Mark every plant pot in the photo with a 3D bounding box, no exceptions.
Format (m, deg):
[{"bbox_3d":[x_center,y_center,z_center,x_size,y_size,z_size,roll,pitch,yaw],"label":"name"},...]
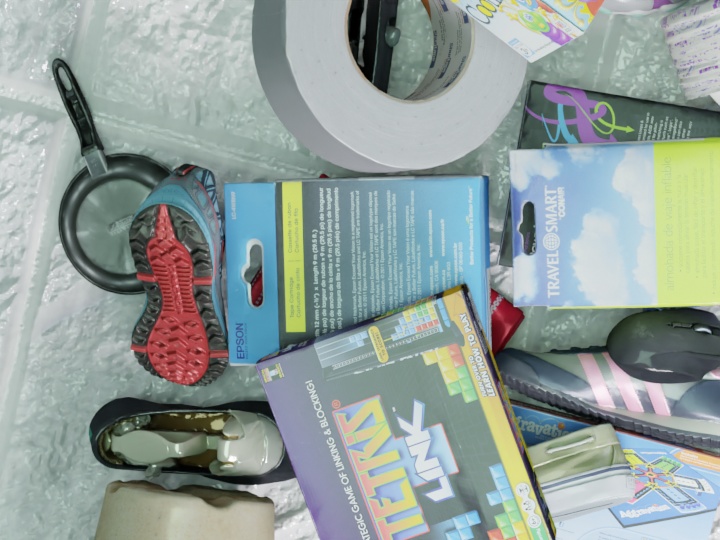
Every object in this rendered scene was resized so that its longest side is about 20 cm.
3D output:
[{"bbox_3d":[-0.140,0.261,1.398,0.199,0.200,0.185,6,86,7],"label":"plant pot"}]

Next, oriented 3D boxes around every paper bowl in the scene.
[{"bbox_3d":[0.320,-0.164,1.263,0.200,0.201,0.105,-18,94,9],"label":"paper bowl"}]

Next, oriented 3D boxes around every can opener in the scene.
[{"bbox_3d":[0.004,-0.209,1.373,0.063,0.079,0.201,10,89,14],"label":"can opener"}]

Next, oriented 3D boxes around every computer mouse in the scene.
[{"bbox_3d":[0.282,0.046,1.351,0.199,0.059,0.034,-8,139,-9],"label":"computer mouse"}]

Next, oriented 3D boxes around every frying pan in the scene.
[{"bbox_3d":[-0.189,-0.073,1.433,0.114,0.031,0.191,0,100,6],"label":"frying pan"}]

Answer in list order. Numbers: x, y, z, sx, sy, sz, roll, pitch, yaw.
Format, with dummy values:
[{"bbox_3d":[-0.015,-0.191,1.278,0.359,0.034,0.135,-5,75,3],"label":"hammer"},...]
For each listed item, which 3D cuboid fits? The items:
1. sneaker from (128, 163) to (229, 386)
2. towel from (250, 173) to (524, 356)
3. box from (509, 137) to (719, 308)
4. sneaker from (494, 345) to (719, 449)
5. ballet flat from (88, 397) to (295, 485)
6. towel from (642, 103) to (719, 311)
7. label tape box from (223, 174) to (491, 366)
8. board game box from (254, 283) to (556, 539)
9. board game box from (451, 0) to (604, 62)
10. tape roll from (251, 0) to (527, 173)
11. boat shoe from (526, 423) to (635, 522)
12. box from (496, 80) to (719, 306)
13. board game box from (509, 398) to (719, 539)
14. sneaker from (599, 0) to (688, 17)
[{"bbox_3d":[-0.128,0.004,1.395,0.079,0.096,0.201,12,133,6],"label":"sneaker"},{"bbox_3d":[0.013,0.037,1.421,0.200,0.022,0.145,35,99,2],"label":"towel"},{"bbox_3d":[0.211,-0.034,1.315,0.199,0.048,0.123,-2,91,11],"label":"box"},{"bbox_3d":[0.200,0.077,1.386,0.199,0.070,0.083,15,81,4],"label":"sneaker"},{"bbox_3d":[-0.122,0.138,1.428,0.199,0.073,0.074,4,97,7],"label":"ballet flat"},{"bbox_3d":[0.290,-0.056,1.371,0.199,0.024,0.148,-19,93,10],"label":"towel"},{"bbox_3d":[0.000,0.000,1.378,0.199,0.066,0.144,-1,94,10],"label":"label tape box"},{"bbox_3d":[0.034,0.131,1.324,0.164,0.057,0.201,-21,92,8],"label":"board game box"},{"bbox_3d":[0.152,-0.265,1.280,0.103,0.105,0.200,36,77,-10],"label":"board game box"},{"bbox_3d":[0.023,-0.173,1.323,0.199,0.066,0.202,0,91,-25],"label":"tape roll"},{"bbox_3d":[0.111,0.169,1.390,0.199,0.072,0.062,-14,70,7],"label":"boat shoe"},{"bbox_3d":[0.212,-0.057,1.357,0.199,0.036,0.144,11,94,9],"label":"box"},{"bbox_3d":[0.180,0.170,1.416,0.199,0.019,0.104,15,100,6],"label":"board game box"},{"bbox_3d":[0.254,-0.239,1.292,0.199,0.140,0.078,-21,93,9],"label":"sneaker"}]
